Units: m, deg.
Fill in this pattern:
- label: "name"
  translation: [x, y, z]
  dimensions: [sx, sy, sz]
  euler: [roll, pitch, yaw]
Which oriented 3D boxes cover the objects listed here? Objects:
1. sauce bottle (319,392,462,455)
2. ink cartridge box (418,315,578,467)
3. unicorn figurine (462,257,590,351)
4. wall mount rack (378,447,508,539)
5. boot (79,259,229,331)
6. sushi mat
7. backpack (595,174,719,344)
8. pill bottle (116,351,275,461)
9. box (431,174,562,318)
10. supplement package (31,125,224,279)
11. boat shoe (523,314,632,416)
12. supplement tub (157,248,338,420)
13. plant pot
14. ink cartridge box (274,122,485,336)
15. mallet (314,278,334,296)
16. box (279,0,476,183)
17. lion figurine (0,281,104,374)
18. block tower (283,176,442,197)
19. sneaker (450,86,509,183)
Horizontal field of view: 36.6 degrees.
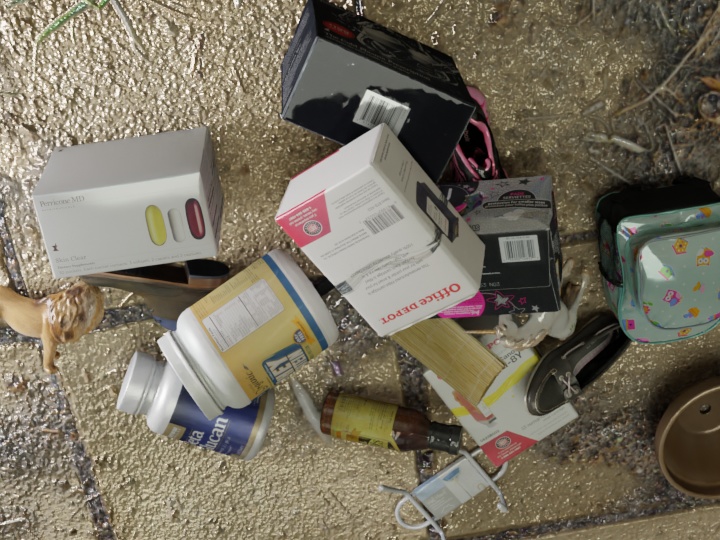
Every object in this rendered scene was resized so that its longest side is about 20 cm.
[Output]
- label: "sauce bottle"
  translation: [0.044, 0.219, 1.525]
  dimensions: [0.197, 0.066, 0.067]
  euler: [11, 118, 13]
- label: "ink cartridge box"
  translation: [0.189, 0.154, 1.524]
  dimensions: [0.144, 0.084, 0.201]
  euler: [-33, 115, 11]
- label: "unicorn figurine"
  translation: [0.243, 0.048, 1.424]
  dimensions: [0.199, 0.073, 0.139]
  euler: [22, 87, -43]
- label: "wall mount rack"
  translation: [0.122, 0.323, 1.610]
  dimensions: [0.199, 0.075, 0.174]
  euler: [-37, 113, 12]
- label: "boot"
  translation: [-0.274, 0.037, 1.429]
  dimensions: [0.197, 0.075, 0.098]
  euler: [4, 114, -9]
- label: "sushi mat"
  translation: [0.095, 0.088, 1.429]
  dimensions: [0.199, 0.012, 0.096]
  euler: [39, 136, 10]
- label: "backpack"
  translation: [0.407, 0.000, 1.430]
  dimensions: [0.173, 0.154, 0.202]
  euler: [-10, 124, -5]
- label: "pill bottle"
  translation: [-0.225, 0.180, 1.486]
  dimensions: [0.198, 0.111, 0.112]
  euler: [20, 114, -14]
- label: "box"
  translation: [0.142, -0.030, 1.333]
  dimensions: [0.197, 0.115, 0.133]
  euler: [-4, 128, 15]
- label: "supplement package"
  translation: [-0.275, -0.086, 1.320]
  dimensions: [0.197, 0.156, 0.112]
  euler: [-9, 117, 0]
- label: "boat shoe"
  translation: [0.298, 0.126, 1.475]
  dimensions: [0.200, 0.057, 0.067]
  euler: [-40, 114, -28]
- label: "supplement tub"
  translation: [-0.143, 0.083, 1.388]
  dimensions: [0.199, 0.145, 0.146]
  euler: [-35, 116, -8]
- label: "plant pot"
  translation: [0.517, 0.225, 1.584]
  dimensions: [0.198, 0.093, 0.203]
  euler: [-2, 118, -3]
- label: "ink cartridge box"
  translation: [0.026, -0.040, 1.218]
  dimensions: [0.144, 0.085, 0.200]
  euler: [-27, 119, 31]
- label: "mallet"
  translation: [0.000, 0.000, 1.460]
  dimensions: [0.200, 0.041, 0.066]
  euler: [-41, 116, 20]
- label: "box"
  translation: [0.014, -0.215, 1.265]
  dimensions: [0.198, 0.183, 0.105]
  euler: [21, 114, -15]
- label: "lion figurine"
  translation: [-0.439, 0.059, 1.428]
  dimensions: [0.197, 0.073, 0.124]
  euler: [11, 114, -9]
- label: "block tower"
  translation: [0.001, -0.114, 1.387]
  dimensions: [0.198, 0.054, 0.058]
  euler: [-21, 118, 5]
- label: "sneaker"
  translation: [0.150, -0.127, 1.372]
  dimensions: [0.078, 0.096, 0.202]
  euler: [-21, 118, 4]
